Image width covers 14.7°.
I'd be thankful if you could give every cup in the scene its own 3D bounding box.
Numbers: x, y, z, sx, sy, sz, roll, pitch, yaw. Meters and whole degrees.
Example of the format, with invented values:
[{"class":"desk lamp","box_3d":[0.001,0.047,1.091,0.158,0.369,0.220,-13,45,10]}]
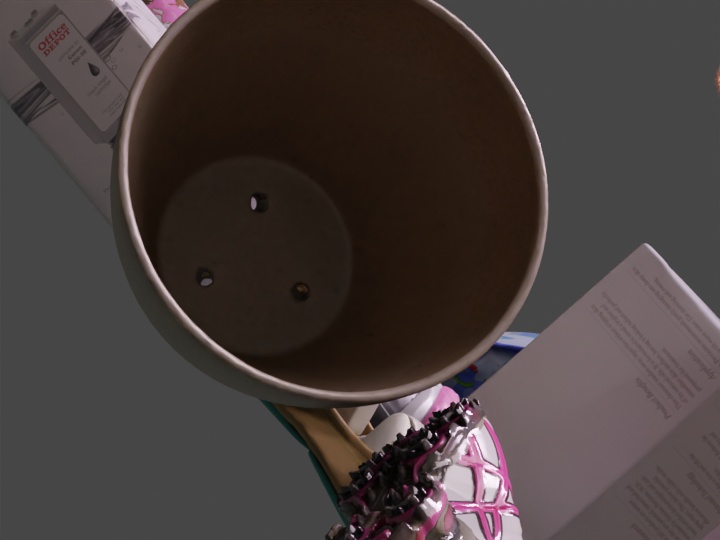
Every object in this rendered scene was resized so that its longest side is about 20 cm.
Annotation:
[{"class":"cup","box_3d":[-0.031,-0.023,1.291,0.200,0.200,0.143,48,-23,-1]}]

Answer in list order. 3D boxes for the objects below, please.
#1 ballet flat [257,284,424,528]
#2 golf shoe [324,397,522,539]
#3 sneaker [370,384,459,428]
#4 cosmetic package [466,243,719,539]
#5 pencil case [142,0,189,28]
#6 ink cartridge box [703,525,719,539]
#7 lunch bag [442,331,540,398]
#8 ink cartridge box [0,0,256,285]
[{"class":"ballet flat","box_3d":[-0.003,0.077,1.351,0.200,0.063,0.069,51,5,37]},{"class":"golf shoe","box_3d":[0.035,0.122,1.224,0.092,0.072,0.200,55,17,-9]},{"class":"sneaker","box_3d":[0.001,0.055,1.574,0.086,0.080,0.200,37,-1,-10]},{"class":"cosmetic package","box_3d":[0.108,0.098,1.373,0.081,0.200,0.113,44,8,-42]},{"class":"pencil case","box_3d":[-0.134,-0.124,1.766,0.083,0.087,0.200,22,16,-26]},{"class":"ink cartridge box","box_3d":[0.226,0.230,1.861,0.145,0.145,0.200,47,3,-4]},{"class":"lunch bag","box_3d":[0.097,0.094,1.791,0.199,0.128,0.170,18,2,12]},{"class":"ink cartridge box","box_3d":[-0.122,-0.085,1.478,0.200,0.083,0.147,49,4,13]}]
